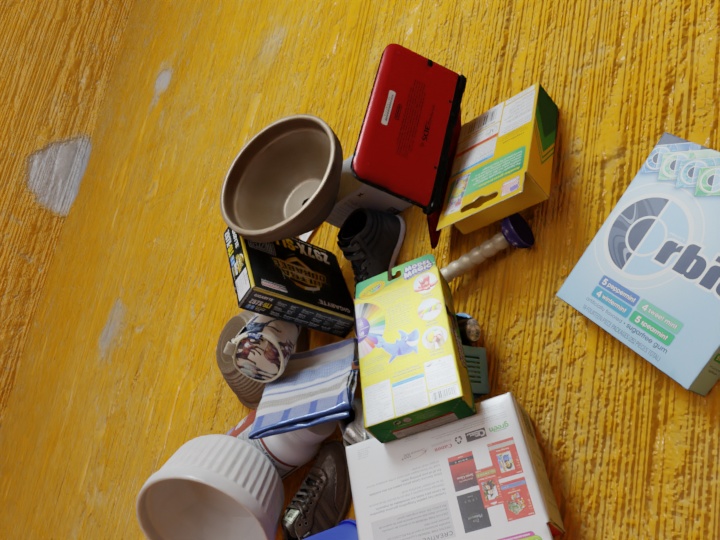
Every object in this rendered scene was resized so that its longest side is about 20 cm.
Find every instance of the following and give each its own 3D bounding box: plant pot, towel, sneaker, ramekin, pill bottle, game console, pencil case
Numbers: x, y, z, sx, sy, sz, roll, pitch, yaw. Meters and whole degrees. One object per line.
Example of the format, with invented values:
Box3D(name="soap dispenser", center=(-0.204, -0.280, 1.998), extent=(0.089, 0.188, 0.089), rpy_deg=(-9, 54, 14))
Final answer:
Box3D(name="plant pot", center=(-0.186, 0.137, 1.096), extent=(0.200, 0.092, 0.203), rpy_deg=(-25, 54, 40))
Box3D(name="towel", center=(-0.072, 0.158, 0.876), extent=(0.145, 0.024, 0.200), rpy_deg=(-16, 18, 9))
Box3D(name="sneaker", center=(-0.067, 0.337, 0.870), extent=(0.070, 0.075, 0.202), rpy_deg=(-2, 72, 50))
Box3D(name="sneaker", center=(0.000, 0.000, 0.931), extent=(0.070, 0.099, 0.202), rpy_deg=(3, 77, 48))
Box3D(name="ramekin", center=(-0.201, 0.328, 0.885), extent=(0.200, 0.200, 0.105), rpy_deg=(-42, 10, 29))
Box3D(name="pill bottle", center=(-0.129, 0.257, 0.953), extent=(0.200, 0.112, 0.113), rpy_deg=(-41, 45, 29))
Box3D(name="sneaker", center=(0.021, 0.235, 0.805), extent=(0.075, 0.087, 0.200), rpy_deg=(-59, 40, 8))
Box3D(name="plant pot", center=(-0.100, -0.119, 0.921), extent=(0.199, 0.093, 0.203), rpy_deg=(-17, 55, 25))
Box3D(name="game console", center=(0.068, -0.159, 0.825), extent=(0.119, 0.171, 0.202), rpy_deg=(142, 145, -63))
Box3D(name="pencil case", center=(-0.135, 0.082, 0.970), extent=(0.078, 0.089, 0.200), rpy_deg=(-53, 9, 26))

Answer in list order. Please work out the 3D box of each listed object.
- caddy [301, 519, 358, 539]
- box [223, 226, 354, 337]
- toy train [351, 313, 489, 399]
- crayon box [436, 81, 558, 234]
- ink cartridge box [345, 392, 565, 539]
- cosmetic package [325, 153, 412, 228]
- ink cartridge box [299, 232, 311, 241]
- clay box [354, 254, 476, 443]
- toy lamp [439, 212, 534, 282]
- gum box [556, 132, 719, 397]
Box3D(name="caddy", center=(-0.004, 0.397, 0.747), extent=(0.200, 0.104, 0.143), rpy_deg=(44, 129, 49))
Box3D(name="box", center=(-0.108, 0.010, 0.974), extent=(0.049, 0.199, 0.160), rpy_deg=(-49, 41, 24))
Box3D(name="toy train", center=(0.072, 0.116, 0.805), extent=(0.199, 0.086, 0.116), rpy_deg=(-18, 65, 44))
Box3D(name="crayon box", center=(0.172, -0.128, 0.778), extent=(0.125, 0.051, 0.201), rpy_deg=(-23, 36, 42))
Box3D(name="ink cartridge box", center=(0.098, 0.250, 0.657), extent=(0.198, 0.084, 0.177), rpy_deg=(-22, 54, 18))
Box3D(name="cosmetic package", center=(0.031, -0.136, 0.959), extent=(0.199, 0.101, 0.075), rpy_deg=(-29, 53, 41))
Box3D(name="ink cartridge box", center=(-0.134, -0.151, 1.187), extent=(0.117, 0.067, 0.200), rpy_deg=(-56, 39, 15))
Box3D(name="clay box", center=(0.055, 0.082, 0.715), extent=(0.114, 0.048, 0.201), rpy_deg=(-22, 45, 19))
Box3D(name="toy lamp", center=(0.127, -0.005, 0.815), extent=(0.200, 0.058, 0.059), rpy_deg=(-38, 47, 34))
Box3D(name="gum box", center=(0.313, -0.012, 0.607), extent=(0.201, 0.044, 0.170), rpy_deg=(-60, 38, 12))
